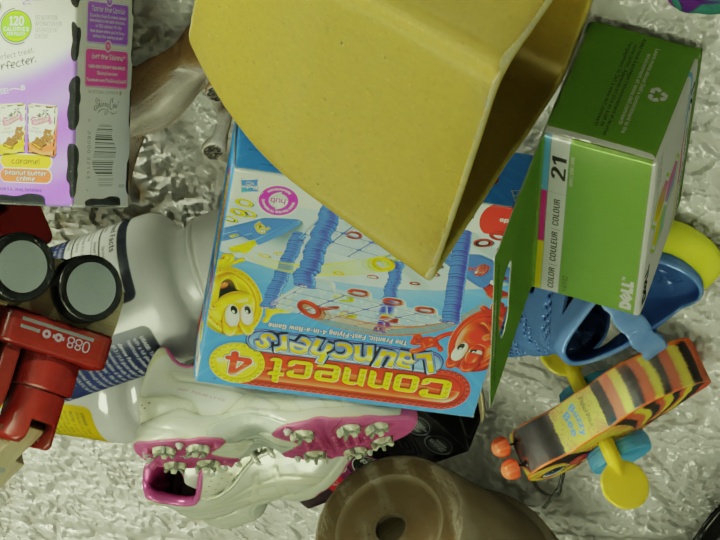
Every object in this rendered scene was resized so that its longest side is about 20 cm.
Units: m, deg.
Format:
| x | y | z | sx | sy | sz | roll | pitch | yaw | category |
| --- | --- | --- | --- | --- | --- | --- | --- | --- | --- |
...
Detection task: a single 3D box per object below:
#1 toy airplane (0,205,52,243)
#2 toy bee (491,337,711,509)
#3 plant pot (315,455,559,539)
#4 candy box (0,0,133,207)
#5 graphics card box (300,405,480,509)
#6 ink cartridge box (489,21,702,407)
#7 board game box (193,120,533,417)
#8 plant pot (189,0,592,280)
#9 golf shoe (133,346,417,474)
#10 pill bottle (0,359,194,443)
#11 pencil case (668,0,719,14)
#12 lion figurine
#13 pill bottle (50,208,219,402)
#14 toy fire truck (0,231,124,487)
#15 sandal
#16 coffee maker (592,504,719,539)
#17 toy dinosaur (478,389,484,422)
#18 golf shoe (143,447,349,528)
| x | y | z | sx | sy | sz | roll | pitch | yaw | category |
| --- | --- | --- | --- | --- | --- | --- | --- | --- | --- |
| -0.317 | -0.092 | 1.605 | 0.198 | 0.142 | 0.201 | 20 | 146 | 13 | toy airplane |
| 0.153 | 0.121 | 1.608 | 0.131 | 0.108 | 0.201 | 48 | 129 | 32 | toy bee |
| 0.051 | 0.228 | 1.713 | 0.199 | 0.201 | 0.174 | 3 | 149 | 26 | plant pot |
| -0.232 | -0.144 | 1.460 | 0.167 | 0.071 | 0.202 | 4 | 94 | 26 | candy box |
| -0.015 | 0.109 | 1.755 | 0.125 | 0.051 | 0.199 | 43 | 138 | -21 | graphics card box |
| 0.140 | -0.025 | 1.379 | 0.075 | 0.201 | 0.148 | 15 | 142 | 13 | ink cartridge box |
| 0.000 | 0.000 | 1.505 | 0.198 | 0.056 | 0.197 | 7 | 133 | -6 | board game box |
| 0.016 | -0.158 | 1.312 | 0.199 | 0.196 | 0.195 | 29 | 144 | 9 | plant pot |
| -0.060 | 0.088 | 1.591 | 0.198 | 0.092 | 0.075 | -3 | 154 | -3 | golf shoe |
| -0.212 | 0.075 | 1.773 | 0.199 | 0.112 | 0.112 | 7 | 140 | 24 | pill bottle |
| 0.258 | -0.183 | 1.221 | 0.199 | 0.086 | 0.092 | 0 | 153 | 28 | pencil case |
| -0.133 | -0.122 | 1.517 | 0.199 | 0.123 | 0.073 | -18 | 135 | 23 | lion figurine |
| -0.175 | 0.024 | 1.654 | 0.199 | 0.112 | 0.111 | -18 | 130 | 12 | pill bottle |
| -0.272 | 0.071 | 1.532 | 0.175 | 0.202 | 0.128 | 19 | 171 | -23 | toy fire truck |
| 0.147 | 0.027 | 1.536 | 0.079 | 0.087 | 0.199 | 42 | 142 | -25 | sandal |
| 0.261 | 0.248 | 1.698 | 0.191 | 0.135 | 0.200 | 25 | 143 | 1 | coffee maker |
| 0.036 | 0.020 | 1.630 | 0.199 | 0.058 | 0.101 | 37 | 157 | -5 | toy dinosaur |
| -0.080 | 0.137 | 1.680 | 0.091 | 0.076 | 0.200 | 12 | 145 | -42 | golf shoe |
